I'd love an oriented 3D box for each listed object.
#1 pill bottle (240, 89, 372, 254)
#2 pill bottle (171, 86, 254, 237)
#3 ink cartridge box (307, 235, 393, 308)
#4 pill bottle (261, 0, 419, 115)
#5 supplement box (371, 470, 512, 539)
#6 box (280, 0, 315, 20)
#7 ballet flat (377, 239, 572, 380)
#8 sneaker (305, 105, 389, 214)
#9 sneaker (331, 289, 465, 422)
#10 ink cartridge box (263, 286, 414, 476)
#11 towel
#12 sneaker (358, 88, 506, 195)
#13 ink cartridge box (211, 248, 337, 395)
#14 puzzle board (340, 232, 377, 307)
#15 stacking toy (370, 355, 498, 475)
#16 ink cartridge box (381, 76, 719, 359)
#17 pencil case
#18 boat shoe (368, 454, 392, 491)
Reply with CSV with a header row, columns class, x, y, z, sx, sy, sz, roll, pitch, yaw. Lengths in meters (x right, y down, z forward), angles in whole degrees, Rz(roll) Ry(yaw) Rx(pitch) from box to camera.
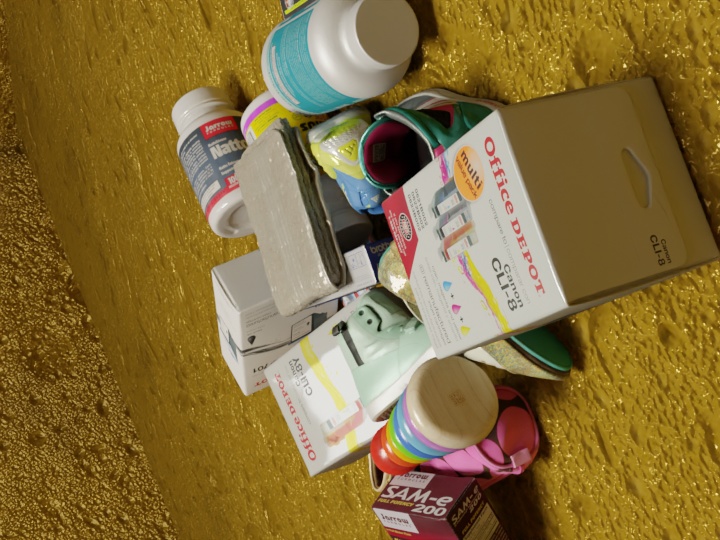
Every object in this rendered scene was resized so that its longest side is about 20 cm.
class,x,y,z,sx,sy,sz,roll,pitch,yaw
pill bottle,-0.060,-0.116,1.119,0.201,0.104,0.104,63,153,21
pill bottle,-0.194,-0.159,1.347,0.201,0.119,0.120,62,153,22
ink cartridge box,0.000,0.000,1.060,0.200,0.094,0.044,-21,87,59
pill bottle,-0.019,-0.224,0.960,0.200,0.110,0.111,2,107,64
supplement box,0.108,0.301,0.978,0.109,0.061,0.201,-7,121,48
box,-0.045,-0.369,1.003,0.200,0.044,0.161,-1,105,64
ballet flat,0.098,0.042,0.840,0.200,0.071,0.071,38,156,-10
sneaker,-0.007,-0.112,1.009,0.200,0.075,0.105,-90,-26,-73
sneaker,0.053,0.049,0.941,0.200,0.074,0.119,-43,65,25
ink cartridge box,-0.001,0.128,1.082,0.200,0.083,0.146,-38,70,35
towel,-0.080,-0.057,1.045,0.132,0.034,0.201,-30,75,56
sneaker,0.045,-0.118,0.881,0.200,0.120,0.084,19,122,61
ink cartridge box,-0.110,0.058,1.251,0.086,0.146,0.201,54,157,32
puzzle board,-0.036,-0.050,1.213,0.201,0.017,0.151,59,152,26
stacking toy,0.059,0.155,0.909,0.086,0.085,0.200,64,155,19
ink cartridge box,0.135,-0.034,0.721,0.200,0.144,0.146,-35,72,63
pencil case,0.110,0.194,0.983,0.200,0.090,0.094,-55,49,57
boat shoe,0.029,0.183,1.161,0.074,0.069,0.201,15,119,61
